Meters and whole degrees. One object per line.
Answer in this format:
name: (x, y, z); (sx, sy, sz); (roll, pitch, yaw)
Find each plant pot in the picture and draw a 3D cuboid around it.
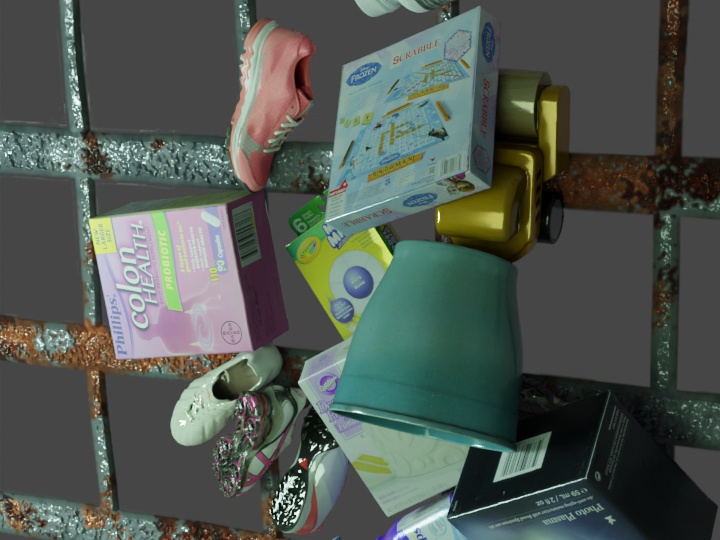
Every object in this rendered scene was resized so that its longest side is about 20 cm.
plant pot: (0.083, 0.074, 1.566); (0.197, 0.200, 0.191); (10, 81, 23)

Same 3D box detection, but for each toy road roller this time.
toy road roller: (0.143, -0.106, 1.591); (0.121, 0.146, 0.203); (7, 106, 23)

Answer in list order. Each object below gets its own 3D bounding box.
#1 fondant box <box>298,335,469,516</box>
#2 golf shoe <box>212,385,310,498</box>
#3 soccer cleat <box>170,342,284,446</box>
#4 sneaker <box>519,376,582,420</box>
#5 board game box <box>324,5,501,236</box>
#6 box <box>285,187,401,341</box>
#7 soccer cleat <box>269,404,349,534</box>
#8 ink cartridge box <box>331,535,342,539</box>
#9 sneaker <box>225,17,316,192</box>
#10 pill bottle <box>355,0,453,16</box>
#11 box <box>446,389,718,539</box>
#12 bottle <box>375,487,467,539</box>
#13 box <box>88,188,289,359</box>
fondant box: (0.042, 0.164, 1.722); (0.143, 0.058, 0.201); (-27, 106, 19)
golf shoe: (-0.120, 0.212, 1.839); (0.073, 0.091, 0.201); (64, 145, 28)
soccer cleat: (-0.175, 0.153, 1.849); (0.200, 0.077, 0.070); (-40, 85, 28)
sneaker: (0.230, 0.187, 1.677); (0.198, 0.077, 0.086); (23, 129, 16)
board game box: (0.055, -0.155, 1.595); (0.198, 0.041, 0.202); (-17, 56, 39)
box: (0.000, 0.000, 1.744); (0.117, 0.048, 0.201); (-34, 86, 27)
soccer cleat: (-0.039, 0.225, 1.819); (0.068, 0.073, 0.202); (31, 99, 42)
ink cartridge box: (-0.015, 0.439, 1.827); (0.068, 0.115, 0.201); (-35, 88, 29)
sneaker: (-0.097, -0.180, 1.727); (0.086, 0.074, 0.203); (16, 110, 19)
pill bottle: (0.085, -0.336, 1.578); (0.198, 0.111, 0.112); (-17, 96, 28)
box: (0.235, 0.256, 1.595); (0.198, 0.124, 0.199); (44, 136, -22)
bottle: (0.074, 0.324, 1.783); (0.199, 0.065, 0.084); (-32, 90, 28)
box: (-0.205, 0.005, 1.814); (0.197, 0.096, 0.179); (-4, 102, 27)
